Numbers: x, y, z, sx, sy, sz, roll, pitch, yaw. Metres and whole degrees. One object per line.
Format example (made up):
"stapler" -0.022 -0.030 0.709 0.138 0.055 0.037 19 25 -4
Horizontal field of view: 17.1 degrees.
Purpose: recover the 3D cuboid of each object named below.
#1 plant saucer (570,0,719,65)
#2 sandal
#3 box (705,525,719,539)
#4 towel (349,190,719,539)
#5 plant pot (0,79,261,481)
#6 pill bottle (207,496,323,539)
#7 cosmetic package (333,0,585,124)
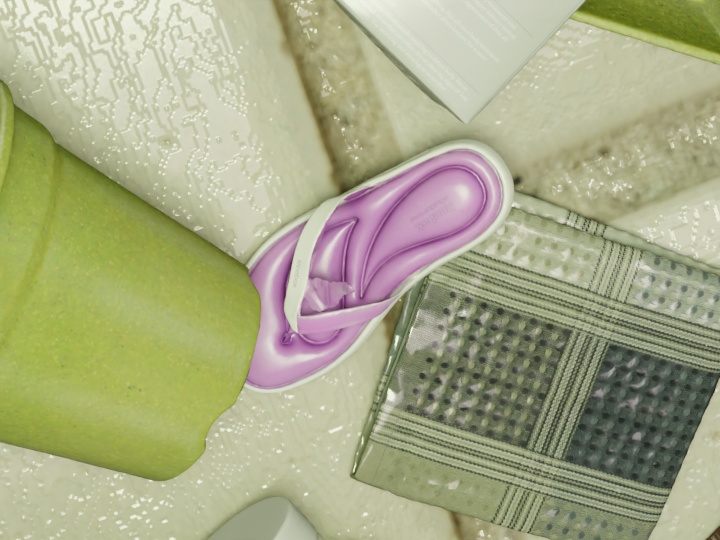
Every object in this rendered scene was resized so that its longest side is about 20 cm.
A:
"plant saucer" 0.151 -0.236 1.330 0.199 0.048 0.201 15 102 -12
"sandal" -0.005 -0.006 1.352 0.202 0.050 0.083 -40 88 14
"box" 0.295 0.155 1.439 0.200 0.075 0.100 -45 105 7
"towel" 0.111 0.061 1.415 0.199 0.035 0.193 18 104 -14
"plant pot" -0.162 0.022 1.295 0.184 0.200 0.201 24 100 -25
"pill bottle" -0.013 0.234 1.392 0.120 0.120 0.200 -39 106 3
"cosmetic package" 0.082 -0.188 1.266 0.200 0.090 0.107 -45 105 2
